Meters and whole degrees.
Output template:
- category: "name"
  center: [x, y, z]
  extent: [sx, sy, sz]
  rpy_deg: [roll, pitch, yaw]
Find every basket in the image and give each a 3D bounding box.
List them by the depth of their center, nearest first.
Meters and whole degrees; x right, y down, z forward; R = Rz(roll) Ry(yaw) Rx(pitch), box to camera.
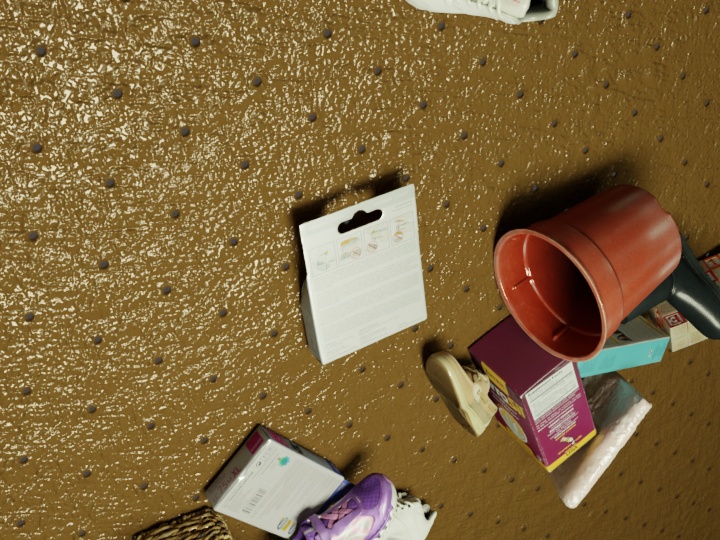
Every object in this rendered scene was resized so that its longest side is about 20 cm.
- category: "basket"
  center: [-0.203, 0.439, 1.186]
  extent: [0.142, 0.149, 0.202]
  rpy_deg: [-14, 124, -26]

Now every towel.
- category: "towel"
  center: [0.362, 0.254, 1.438]
  extent: [0.032, 0.191, 0.201]
  rpy_deg: [31, 100, -12]

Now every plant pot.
- category: "plant pot"
  center: [0.322, -0.011, 1.245]
  extent: [0.194, 0.200, 0.202]
  rpy_deg: [-31, 131, -25]

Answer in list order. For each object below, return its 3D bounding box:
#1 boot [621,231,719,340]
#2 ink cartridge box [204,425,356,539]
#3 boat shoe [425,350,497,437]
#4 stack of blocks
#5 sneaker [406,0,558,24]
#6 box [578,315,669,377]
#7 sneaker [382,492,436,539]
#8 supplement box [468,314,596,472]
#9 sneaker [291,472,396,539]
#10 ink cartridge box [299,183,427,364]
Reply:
- category: "boot"
  center: [0.454, 0.046, 1.377]
  extent: [0.167, 0.201, 0.076]
  rpy_deg: [-26, 169, -20]
- category: "ink cartridge box"
  center: [-0.105, 0.299, 1.238]
  extent: [0.120, 0.042, 0.200]
  rpy_deg: [-50, 131, 2]
- category: "boat shoe"
  center: [0.150, 0.167, 1.315]
  extent: [0.064, 0.071, 0.201]
  rpy_deg: [-43, 141, -12]
- category: "stack of blocks"
  center: [0.578, 0.042, 1.488]
  extent: [0.198, 0.116, 0.059]
  rpy_deg: [-21, 130, 2]
- category: "sneaker"
  center: [0.137, -0.309, 0.981]
  extent: [0.198, 0.099, 0.079]
  rpy_deg: [-7, 122, -31]
- category: "box"
  center: [0.388, 0.117, 1.430]
  extent: [0.198, 0.082, 0.050]
  rpy_deg: [-6, 122, -31]
- category: "sneaker"
  center: [0.045, 0.374, 1.376]
  extent: [0.088, 0.074, 0.200]
  rpy_deg: [-56, 141, -1]
- category: "supplement box"
  center: [0.260, 0.183, 1.351]
  extent: [0.103, 0.131, 0.201]
  rpy_deg: [-35, 131, -10]
- category: "sneaker"
  center: [-0.035, 0.357, 1.248]
  extent: [0.200, 0.081, 0.088]
  rpy_deg: [-47, 132, 4]
- category: "ink cartridge box"
  center: [0.000, 0.000, 1.125]
  extent: [0.161, 0.057, 0.202]
  rpy_deg: [-22, 119, -21]
